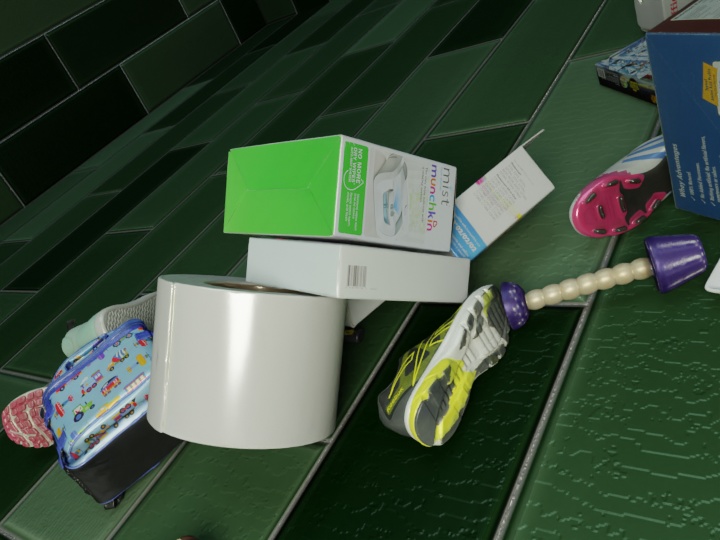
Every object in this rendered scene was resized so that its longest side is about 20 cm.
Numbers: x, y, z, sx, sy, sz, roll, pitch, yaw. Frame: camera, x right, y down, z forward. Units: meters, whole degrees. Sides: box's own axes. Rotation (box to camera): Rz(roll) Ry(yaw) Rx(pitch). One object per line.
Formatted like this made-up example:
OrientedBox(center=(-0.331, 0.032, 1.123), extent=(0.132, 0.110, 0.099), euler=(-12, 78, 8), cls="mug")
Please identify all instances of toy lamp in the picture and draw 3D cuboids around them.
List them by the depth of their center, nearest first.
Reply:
OrientedBox(center=(0.244, 0.010, 0.671), extent=(0.195, 0.059, 0.059), euler=(-17, 30, 22), cls="toy lamp")

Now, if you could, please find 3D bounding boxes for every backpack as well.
OrientedBox(center=(-0.298, 0.147, 0.809), extent=(0.181, 0.136, 0.199), euler=(-37, 44, -15), cls="backpack")

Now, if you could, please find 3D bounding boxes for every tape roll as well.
OrientedBox(center=(-0.115, 0.085, 0.682), extent=(0.196, 0.144, 0.203), euler=(5, 3, 0), cls="tape roll")

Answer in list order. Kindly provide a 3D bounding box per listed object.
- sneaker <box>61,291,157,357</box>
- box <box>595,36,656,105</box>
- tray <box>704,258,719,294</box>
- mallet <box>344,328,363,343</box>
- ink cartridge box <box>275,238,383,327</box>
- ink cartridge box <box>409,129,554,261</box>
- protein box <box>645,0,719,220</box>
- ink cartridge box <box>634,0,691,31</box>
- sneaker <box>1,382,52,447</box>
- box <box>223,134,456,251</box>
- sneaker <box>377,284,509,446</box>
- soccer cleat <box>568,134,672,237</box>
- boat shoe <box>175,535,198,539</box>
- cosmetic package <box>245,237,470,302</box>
OrientedBox(center=(-0.347, 0.086, 0.983), extent=(0.116, 0.076, 0.199), euler=(-22, -9, 24), cls="sneaker")
OrientedBox(center=(0.467, -0.311, 0.997), extent=(0.134, 0.040, 0.201), euler=(-29, 29, 2), cls="box")
OrientedBox(center=(0.415, -0.032, 0.622), extent=(0.106, 0.023, 0.200), euler=(8, 46, 48), cls="tray")
OrientedBox(center=(-0.088, 0.093, 0.854), extent=(0.195, 0.042, 0.066), euler=(1, 38, 36), cls="mallet")
OrientedBox(center=(-0.037, -0.010, 0.904), extent=(0.144, 0.085, 0.197), euler=(-37, 29, -31), cls="ink cartridge box")
OrientedBox(center=(0.159, -0.074, 0.813), extent=(0.199, 0.068, 0.115), euler=(-39, -5, -17), cls="ink cartridge box")
OrientedBox(center=(0.394, -0.150, 0.595), extent=(0.133, 0.202, 0.199), euler=(-33, 29, -12), cls="protein box")
OrientedBox(center=(0.570, -0.513, 1.116), extent=(0.196, 0.148, 0.084), euler=(-27, 31, 1), cls="ink cartridge box")
OrientedBox(center=(-0.408, 0.187, 0.946), extent=(0.195, 0.083, 0.074), euler=(-21, 10, -15), cls="sneaker")
OrientedBox(center=(-0.024, -0.079, 0.717), extent=(0.173, 0.100, 0.197), euler=(6, 0, -44), cls="box")
OrientedBox(center=(0.083, 0.085, 0.673), extent=(0.083, 0.076, 0.200), euler=(-4, 34, 46), cls="sneaker")
OrientedBox(center=(0.322, -0.100, 0.779), extent=(0.196, 0.071, 0.086), euler=(-30, 13, -6), cls="soccer cleat")
OrientedBox(center=(-0.212, 0.317, 0.572), extent=(0.197, 0.072, 0.070), euler=(-32, 35, -24), cls="boat shoe")
OrientedBox(center=(0.000, 0.000, 0.699), extent=(0.196, 0.054, 0.148), euler=(4, 0, -45), cls="cosmetic package")
